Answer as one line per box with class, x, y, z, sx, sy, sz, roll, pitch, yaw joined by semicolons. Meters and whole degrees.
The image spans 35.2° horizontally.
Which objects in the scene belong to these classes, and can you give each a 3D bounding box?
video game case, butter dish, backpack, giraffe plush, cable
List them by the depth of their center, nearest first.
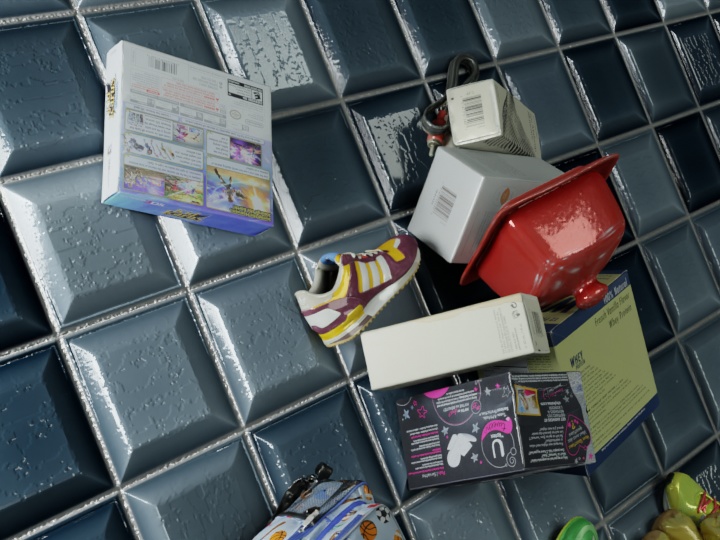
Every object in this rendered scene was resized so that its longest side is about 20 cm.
backpack;-0.035;0.333;1.186;0.190;0.154;0.200;-32;99;-32
video game case;-0.193;-0.145;1.287;0.200;0.045;0.182;12;66;-36
butter dish;0.247;-0.019;1.395;0.199;0.200;0.148;-26;71;-22
giraffe plush;0.492;0.452;1.590;0.173;0.200;0.163;-38;129;-45
cable;0.123;-0.231;1.600;0.097;0.050;0.200;19;50;-21

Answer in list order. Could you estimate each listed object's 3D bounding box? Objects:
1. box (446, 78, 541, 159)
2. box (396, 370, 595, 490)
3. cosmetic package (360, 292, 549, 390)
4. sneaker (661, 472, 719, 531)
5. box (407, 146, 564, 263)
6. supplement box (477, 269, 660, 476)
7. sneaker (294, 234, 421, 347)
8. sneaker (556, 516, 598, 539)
box;0.185;-0.195;1.552;0.200;0.068;0.082;10;70;-65
box;0.160;0.194;1.356;0.132;0.200;0.115;3;74;-39
cosmetic package;0.113;0.086;1.341;0.104;0.200;0.073;14;64;-71
sneaker;0.524;0.368;1.674;0.200;0.090;0.078;48;52;-15
box;0.181;-0.083;1.507;0.200;0.097;0.125;2;117;-40
supplement box;0.268;0.129;1.487;0.200;0.134;0.200;-32;110;-42
sneaker;0.000;0.000;1.377;0.090;0.075;0.200;55;48;-18
sneaker;0.293;0.419;1.466;0.074;0.084;0.200;26;59;-30
